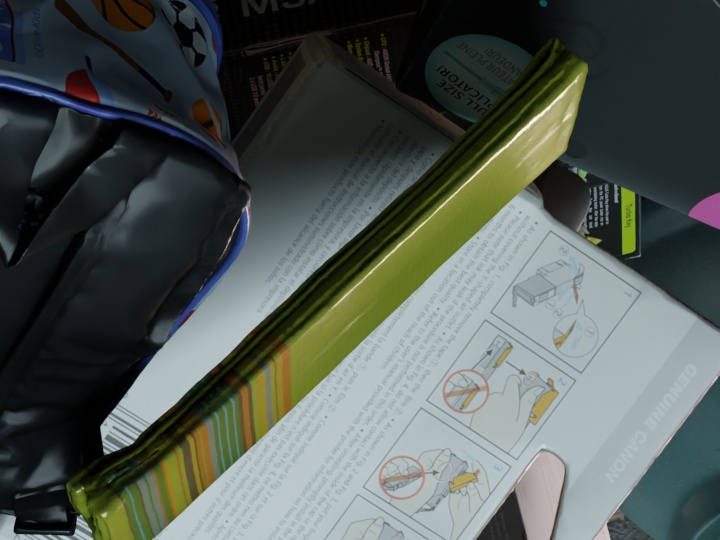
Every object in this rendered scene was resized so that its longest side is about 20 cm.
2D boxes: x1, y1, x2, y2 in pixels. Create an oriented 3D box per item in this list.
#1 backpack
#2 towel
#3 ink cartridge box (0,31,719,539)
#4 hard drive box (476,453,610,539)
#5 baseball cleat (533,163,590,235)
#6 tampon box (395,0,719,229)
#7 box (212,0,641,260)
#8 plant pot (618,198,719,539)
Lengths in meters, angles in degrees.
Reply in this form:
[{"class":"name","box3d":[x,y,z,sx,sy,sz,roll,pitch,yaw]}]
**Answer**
[{"class":"backpack","box3d":[-0.125,-0.026,0.771,0.200,0.154,0.190,11,148,-38]},{"class":"towel","box3d":[-0.009,0.011,0.832,0.200,0.018,0.086,-43,170,-12]},{"class":"ink cartridge box","box3d":[0.000,0.050,0.937,0.176,0.045,0.200,33,101,-15]},{"class":"hard drive box","box3d":[0.067,0.146,1.288,0.077,0.156,0.200,-21,146,12]},{"class":"baseball cleat","box3d":[0.000,0.000,1.007,0.200,0.107,0.070,-42,-166,-28]},{"class":"tampon box","box3d":[0.123,-0.128,0.869,0.150,0.126,0.200,23,139,-7]},{"class":"box","box3d":[0.012,-0.053,1.065,0.193,0.048,0.200,-14,148,-2]},{"class":"plant pot","box3d":[0.184,0.062,1.221,0.200,0.134,0.200,-9,147,-6]}]
